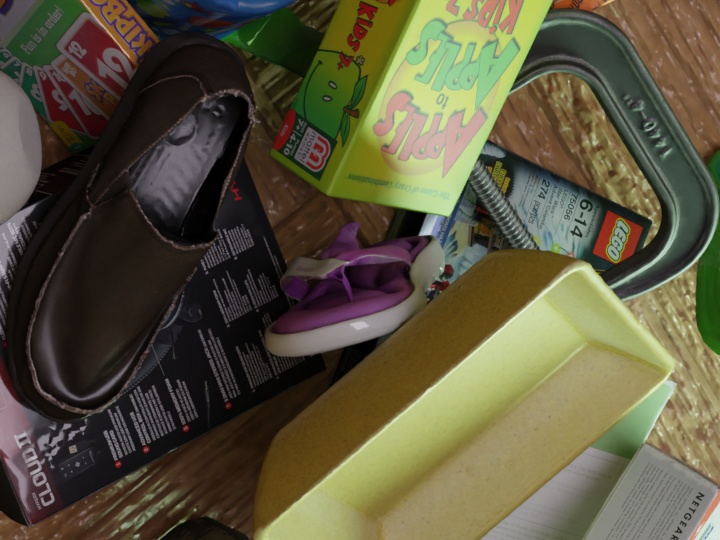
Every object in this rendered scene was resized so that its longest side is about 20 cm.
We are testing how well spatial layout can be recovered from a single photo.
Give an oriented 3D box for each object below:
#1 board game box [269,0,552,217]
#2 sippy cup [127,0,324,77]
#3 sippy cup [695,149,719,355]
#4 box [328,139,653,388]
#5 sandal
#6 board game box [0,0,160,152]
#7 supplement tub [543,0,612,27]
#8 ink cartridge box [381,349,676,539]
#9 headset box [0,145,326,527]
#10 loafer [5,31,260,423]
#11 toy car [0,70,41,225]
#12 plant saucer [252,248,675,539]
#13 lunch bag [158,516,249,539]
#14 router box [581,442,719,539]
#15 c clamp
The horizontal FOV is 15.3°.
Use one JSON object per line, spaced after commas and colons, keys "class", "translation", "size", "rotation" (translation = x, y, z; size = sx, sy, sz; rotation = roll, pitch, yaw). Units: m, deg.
{"class": "board game box", "translation": [0.042, -0.130, 1.320], "size": [0.101, 0.048, 0.201], "rotation": [8, 112, -51]}
{"class": "sippy cup", "translation": [-0.076, -0.177, 1.329], "size": [0.177, 0.130, 0.141], "rotation": [10, 90, -25]}
{"class": "sippy cup", "translation": [0.271, -0.007, 1.524], "size": [0.176, 0.140, 0.131], "rotation": [-11, 111, 2]}
{"class": "box", "translation": [0.066, 0.038, 1.473], "size": [0.136, 0.040, 0.201], "rotation": [23, 85, -26]}
{"class": "sandal", "translation": [-0.007, 0.002, 1.332], "size": [0.082, 0.203, 0.050], "rotation": [-17, 97, 10]}
{"class": "board game box", "translation": [-0.173, -0.147, 1.313], "size": [0.200, 0.095, 0.030], "rotation": [52, 53, -19]}
{"class": "supplement tub", "translation": [0.079, -0.235, 1.409], "size": [0.122, 0.122, 0.201], "rotation": [-28, 105, -20]}
{"class": "ink cartridge box", "translation": [0.060, 0.118, 1.422], "size": [0.145, 0.048, 0.201], "rotation": [18, 107, -24]}
{"class": "headset box", "translation": [-0.138, 0.024, 1.357], "size": [0.199, 0.077, 0.150], "rotation": [-28, 106, -19]}
{"class": "loafer", "translation": [-0.109, -0.017, 1.275], "size": [0.073, 0.071, 0.201], "rotation": [21, 96, -25]}
{"class": "toy car", "translation": [-0.250, -0.090, 1.224], "size": [0.174, 0.150, 0.202], "rotation": [-9, 94, 9]}
{"class": "plant saucer", "translation": [0.045, 0.071, 1.301], "size": [0.200, 0.049, 0.200], "rotation": [-41, 155, 5]}
{"class": "lunch bag", "translation": [-0.064, 0.235, 1.337], "size": [0.139, 0.200, 0.168], "rotation": [-38, 103, -14]}
{"class": "router box", "translation": [0.126, 0.206, 1.447], "size": [0.049, 0.180, 0.201], "rotation": [30, 80, 16]}
{"class": "c clamp", "translation": [0.090, -0.051, 1.422], "size": [0.170, 0.027, 0.200], "rotation": [-37, 112, 9]}
